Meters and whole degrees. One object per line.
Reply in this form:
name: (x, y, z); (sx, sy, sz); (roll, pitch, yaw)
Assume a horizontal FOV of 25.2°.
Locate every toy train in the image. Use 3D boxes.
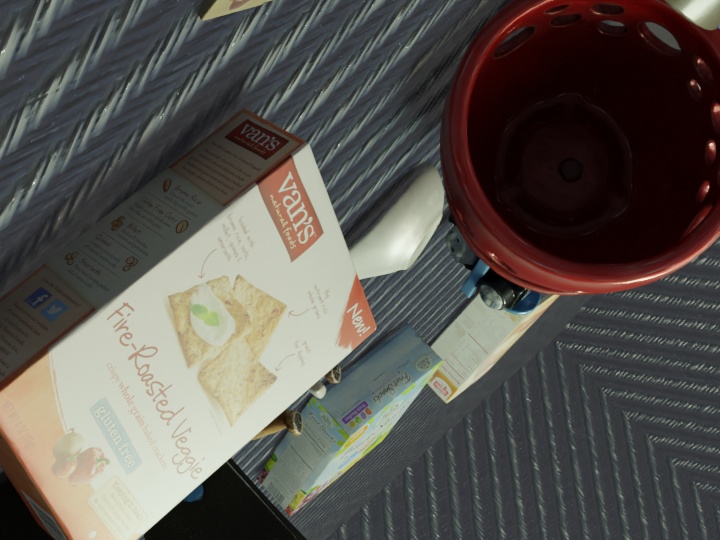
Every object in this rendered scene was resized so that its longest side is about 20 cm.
toy train: (0.163, -0.045, 1.512); (0.200, 0.114, 0.087); (-39, 166, -29)

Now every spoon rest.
spoon rest: (0.000, 0.000, 1.250); (0.201, 0.060, 0.099); (-57, 173, -8)

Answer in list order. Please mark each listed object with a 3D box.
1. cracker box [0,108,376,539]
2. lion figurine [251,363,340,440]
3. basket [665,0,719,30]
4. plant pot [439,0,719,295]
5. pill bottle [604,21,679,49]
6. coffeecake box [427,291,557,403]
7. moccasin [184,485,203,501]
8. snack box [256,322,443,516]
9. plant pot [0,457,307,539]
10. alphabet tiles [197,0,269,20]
cracker box: (-0.093, 0.034, 0.794); (0.200, 0.058, 0.134); (-41, 136, -21)
lion figurine: (-0.087, 0.075, 1.114); (0.122, 0.073, 0.200); (-12, -169, 22)
basket: (0.245, -0.251, 0.953); (0.200, 0.136, 0.180); (-44, -171, 24)
plant pot: (0.148, -0.082, 1.089); (0.200, 0.200, 0.183); (-43, 179, -4)
pill bottle: (0.239, -0.162, 1.346); (0.112, 0.112, 0.200); (-43, 170, -3)
coffeecake box: (0.180, 0.070, 2.171); (0.200, 0.073, 0.153); (-49, 170, 29)
moccasin: (-0.181, 0.151, 1.095); (0.068, 0.081, 0.200); (-44, 157, 27)
snack box: (-0.014, 0.170, 1.821); (0.168, 0.068, 0.200); (-36, 165, -38)
plant pot: (-0.132, 0.168, 0.910); (0.199, 0.200, 0.177); (-40, 174, -19)
alphabet tiles: (0.021, -0.155, 0.633); (0.199, 0.006, 0.166); (-23, 172, -35)
